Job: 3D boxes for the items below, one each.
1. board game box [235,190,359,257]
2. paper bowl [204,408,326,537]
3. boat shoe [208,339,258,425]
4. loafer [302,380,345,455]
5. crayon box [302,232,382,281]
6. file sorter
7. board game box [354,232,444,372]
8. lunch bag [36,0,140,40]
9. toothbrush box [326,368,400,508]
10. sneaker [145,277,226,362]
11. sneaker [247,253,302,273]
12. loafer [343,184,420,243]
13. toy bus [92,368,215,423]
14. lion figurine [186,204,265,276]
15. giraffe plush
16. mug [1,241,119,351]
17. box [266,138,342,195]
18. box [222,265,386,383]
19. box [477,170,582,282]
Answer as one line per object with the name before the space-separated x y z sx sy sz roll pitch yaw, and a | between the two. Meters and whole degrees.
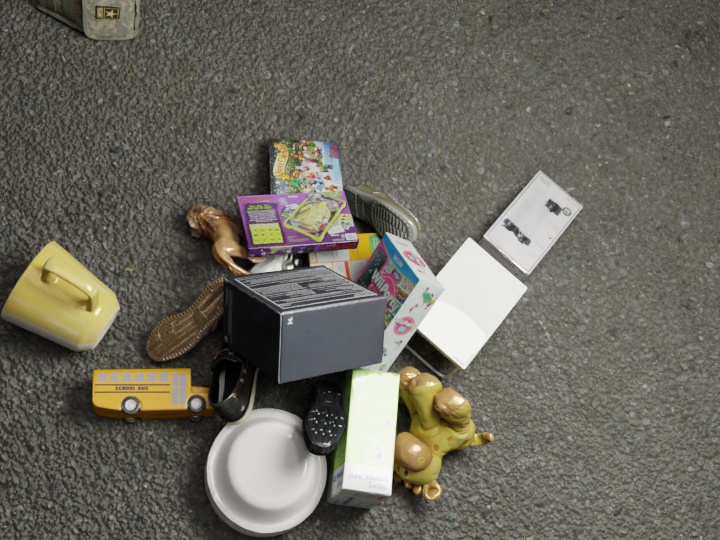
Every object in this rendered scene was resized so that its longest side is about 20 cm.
board game box | -0.111 -0.083 1.682 0.198 0.032 0.121 -4 57 -18
paper bowl | -0.152 0.326 1.570 0.198 0.104 0.203 5 67 -12
boat shoe | -0.211 0.158 1.607 0.073 0.063 0.203 -21 42 20
loafer | -0.061 0.249 1.556 0.067 0.201 0.071 13 109 -4
crayon box | 0.000 0.000 1.763 0.198 0.052 0.127 -4 69 -14
file sorter | 0.173 0.075 1.731 0.139 0.125 0.200 40 66 4
board game box | 0.040 0.060 1.642 0.064 0.201 0.148 20 23 -36
lunch bag | -0.502 -0.530 1.799 0.199 0.164 0.118 29 60 0
toothbrush box | 0.003 0.280 1.600 0.085 0.146 0.202 10 66 -9
sneaker | -0.275 0.088 1.666 0.199 0.112 0.071 -38 81 7
sneaker | -0.164 0.036 1.708 0.088 0.074 0.202 8 72 15
loafer | 0.047 -0.114 1.772 0.069 0.076 0.200 -23 42 -32
toy bus | -0.341 0.207 1.596 0.198 0.065 0.079 0 67 -12
lion figurine | -0.235 -0.049 1.679 0.122 0.200 0.073 33 96 -30
giraffe plush | 0.108 0.288 1.636 0.162 0.172 0.200 -49 120 -14
mug | -0.483 0.058 1.570 0.152 0.187 0.150 34 92 -7
box | -0.102 -0.156 1.782 0.135 0.038 0.202 3 53 -12
box | -0.094 0.082 1.563 0.198 0.198 0.125 -8 108 -33
box | 0.326 -0.083 1.865 0.116 0.060 0.200 39 65 4
